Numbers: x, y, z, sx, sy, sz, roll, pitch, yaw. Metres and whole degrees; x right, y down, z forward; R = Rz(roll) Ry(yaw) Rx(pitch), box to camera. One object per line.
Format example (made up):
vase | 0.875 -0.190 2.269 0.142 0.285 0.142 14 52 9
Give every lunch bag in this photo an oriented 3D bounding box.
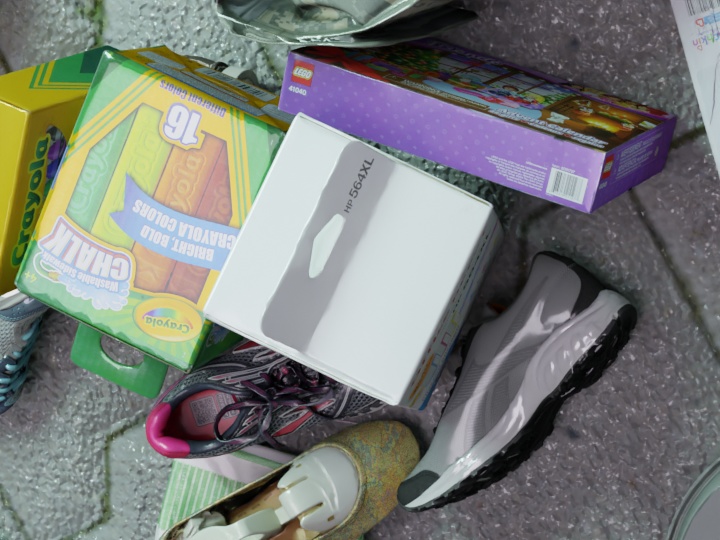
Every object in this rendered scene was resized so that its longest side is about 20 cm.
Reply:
lunch bag | 0.027 -0.195 1.265 0.200 0.164 0.118 -34 86 29

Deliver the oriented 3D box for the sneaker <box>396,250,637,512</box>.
sneaker | 0.086 0.073 1.370 0.079 0.074 0.200 46 112 18

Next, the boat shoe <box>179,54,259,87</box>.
boat shoe | -0.117 -0.040 1.431 0.059 0.072 0.201 17 106 18

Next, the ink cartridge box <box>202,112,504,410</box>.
ink cartridge box | 0.000 0.000 1.284 0.125 0.200 0.129 25 89 7

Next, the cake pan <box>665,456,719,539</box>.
cake pan | 0.270 0.190 1.297 0.199 0.037 0.202 0 89 22

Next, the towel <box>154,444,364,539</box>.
towel | -0.079 0.216 1.474 0.152 0.023 0.201 13 88 21

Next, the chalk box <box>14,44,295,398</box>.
chalk box | -0.120 -0.020 1.333 0.124 0.124 0.201 23 101 8

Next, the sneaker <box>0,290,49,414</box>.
sneaker | -0.252 0.049 1.531 0.200 0.078 0.086 -29 102 36

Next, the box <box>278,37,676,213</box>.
box | 0.070 -0.093 1.288 0.199 0.137 0.039 20 110 20

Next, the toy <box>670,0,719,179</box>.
toy | 0.258 -0.085 1.251 0.115 0.047 0.201 -16 93 32

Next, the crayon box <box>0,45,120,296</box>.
crayon box | -0.203 -0.062 1.393 0.051 0.200 0.128 22 113 19

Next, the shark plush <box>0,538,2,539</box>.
shark plush | -0.330 0.167 1.598 0.083 0.091 0.201 -9 106 58

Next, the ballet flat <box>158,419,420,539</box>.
ballet flat | -0.053 0.159 1.424 0.199 0.071 0.071 -30 90 15

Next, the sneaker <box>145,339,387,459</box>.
sneaker | -0.046 0.075 1.419 0.199 0.075 0.081 -27 90 18
